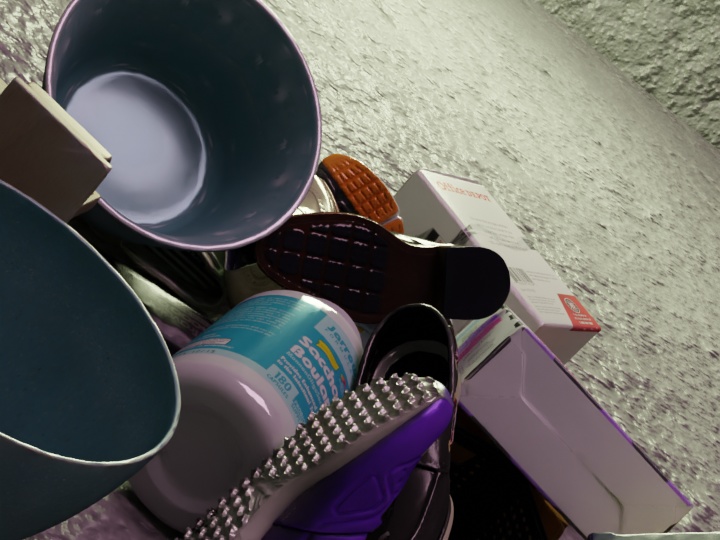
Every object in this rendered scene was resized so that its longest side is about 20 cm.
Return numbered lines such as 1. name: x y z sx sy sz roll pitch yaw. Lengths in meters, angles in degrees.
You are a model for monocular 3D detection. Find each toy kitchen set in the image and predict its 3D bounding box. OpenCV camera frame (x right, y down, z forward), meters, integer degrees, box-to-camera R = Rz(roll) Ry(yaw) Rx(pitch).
1. toy kitchen set: -0.196 -0.049 0.962 0.200 0.163 0.180 44 20 1

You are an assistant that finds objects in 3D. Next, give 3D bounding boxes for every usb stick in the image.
1. usb stick: -0.121 0.047 1.102 0.200 0.033 0.056 35 28 -22

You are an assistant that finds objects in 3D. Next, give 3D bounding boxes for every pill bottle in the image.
1. pill bottle: -0.062 0.079 1.012 0.111 0.111 0.200 43 26 2

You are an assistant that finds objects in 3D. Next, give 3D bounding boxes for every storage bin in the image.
1. storage bin: 0.050 0.190 1.050 0.135 0.094 0.200 32 22 -27

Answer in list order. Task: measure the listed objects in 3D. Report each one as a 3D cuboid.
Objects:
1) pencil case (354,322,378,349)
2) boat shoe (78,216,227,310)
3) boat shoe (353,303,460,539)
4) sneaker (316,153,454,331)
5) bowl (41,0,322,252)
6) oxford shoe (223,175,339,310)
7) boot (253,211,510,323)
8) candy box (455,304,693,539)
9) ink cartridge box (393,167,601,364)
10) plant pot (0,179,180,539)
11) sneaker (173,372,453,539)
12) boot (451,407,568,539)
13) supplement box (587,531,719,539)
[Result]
1. pencil case: 0.005 0.053 1.238 0.091 0.083 0.200 37 16 2
2. boat shoe: -0.162 -0.048 1.158 0.200 0.072 0.062 37 19 -23
3. boat shoe: 0.021 0.105 0.979 0.202 0.073 0.063 -77 160 -46
4. sneaker: 0.009 -0.013 1.373 0.201 0.075 0.092 65 -2 -22
5. bowl: -0.137 -0.097 1.093 0.200 0.105 0.202 11 70 -31
6. oxford shoe: -0.059 -0.029 1.197 0.200 0.070 0.074 -83 155 -55
7. boot: 0.000 0.000 1.165 0.199 0.075 0.097 12 -3 -27
8. candy box: 0.137 0.110 1.151 0.168 0.072 0.200 47 3 -4
9. ink cartridge box: 0.118 0.007 1.554 0.200 0.083 0.146 53 22 23
10. plant pot: -0.205 0.058 0.771 0.200 0.135 0.200 36 21 -17
11. sneaker: -0.016 0.145 0.887 0.100 0.200 0.070 50 0 -17
12. boot: 0.078 0.161 1.212 0.156 0.077 0.200 52 14 12
13. supplement box: 0.194 0.270 0.979 0.108 0.201 0.110 -1 25 3
